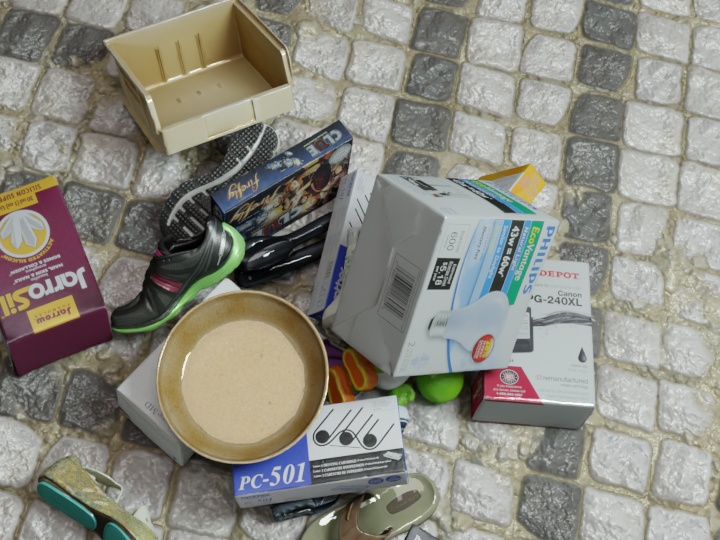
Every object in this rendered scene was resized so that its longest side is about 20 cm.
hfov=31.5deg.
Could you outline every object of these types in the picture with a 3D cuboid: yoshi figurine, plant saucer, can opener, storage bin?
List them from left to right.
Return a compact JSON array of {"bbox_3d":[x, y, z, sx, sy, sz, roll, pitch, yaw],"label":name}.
[{"bbox_3d":[-0.212,-0.259,1.697,0.198,0.095,0.199,-22,39,-17],"label":"storage bin"},{"bbox_3d":[-0.133,0.124,1.458,0.196,0.036,0.204,0,71,1],"label":"plant saucer"},{"bbox_3d":[-0.078,-0.029,1.659,0.198,0.064,0.078,-21,24,-29],"label":"can opener"},{"bbox_3d":[0.059,0.128,1.560,0.198,0.114,0.112,-13,26,-41],"label":"yoshi figurine"}]

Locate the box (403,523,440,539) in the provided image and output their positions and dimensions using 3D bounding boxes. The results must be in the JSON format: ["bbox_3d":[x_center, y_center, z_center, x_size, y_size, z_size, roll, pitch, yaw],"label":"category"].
[{"bbox_3d":[0.093,0.423,1.426,0.198,0.104,0.183,30,65,9],"label":"box"}]

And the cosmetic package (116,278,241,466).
[{"bbox_3d":[-0.191,0.123,1.558,0.112,0.081,0.200,37,64,9],"label":"cosmetic package"}]

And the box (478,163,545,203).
[{"bbox_3d":[0.145,-0.051,1.662,0.042,0.119,0.201,46,66,-18],"label":"box"}]

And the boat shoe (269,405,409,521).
[{"bbox_3d":[-0.025,0.233,1.532,0.197,0.071,0.092,-18,67,-7],"label":"boat shoe"}]

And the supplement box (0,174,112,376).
[{"bbox_3d":[-0.403,0.005,1.581,0.129,0.104,0.202,-21,68,-16],"label":"supplement box"}]

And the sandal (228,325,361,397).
[{"bbox_3d":[-0.065,0.108,1.541,0.200,0.049,0.084,14,84,-35],"label":"sandal"}]

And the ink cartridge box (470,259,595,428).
[{"bbox_3d":[0.216,0.088,1.619,0.143,0.084,0.203,4,63,-4],"label":"ink cartridge box"}]

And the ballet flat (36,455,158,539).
[{"bbox_3d":[-0.285,0.285,1.479,0.199,0.071,0.071,36,65,12],"label":"ballet flat"}]

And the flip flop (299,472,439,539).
[{"bbox_3d":[0.009,0.299,1.505,0.198,0.058,0.082,-27,69,-18],"label":"flip flop"}]

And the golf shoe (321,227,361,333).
[{"bbox_3d":[0.000,0.000,1.570,0.098,0.078,0.200,52,45,-5],"label":"golf shoe"}]

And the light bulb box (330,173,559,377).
[{"bbox_3d":[0.097,0.005,1.467,0.198,0.201,0.124,-1,26,-42],"label":"light bulb box"}]

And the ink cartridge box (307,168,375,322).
[{"bbox_3d":[0.001,-0.019,1.642,0.093,0.044,0.203,26,63,-28],"label":"ink cartridge box"}]

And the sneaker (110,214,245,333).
[{"bbox_3d":[-0.236,0.003,1.583,0.199,0.077,0.084,-38,110,5],"label":"sneaker"}]

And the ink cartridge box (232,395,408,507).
[{"bbox_3d":[-0.049,0.209,1.469,0.196,0.044,0.095,-9,61,1],"label":"ink cartridge box"}]

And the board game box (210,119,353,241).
[{"bbox_3d":[-0.102,-0.101,1.649,0.199,0.136,0.035,-32,70,-19],"label":"board game box"}]

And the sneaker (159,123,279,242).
[{"bbox_3d":[-0.178,-0.104,1.683,0.199,0.080,0.074,-40,75,-4],"label":"sneaker"}]
